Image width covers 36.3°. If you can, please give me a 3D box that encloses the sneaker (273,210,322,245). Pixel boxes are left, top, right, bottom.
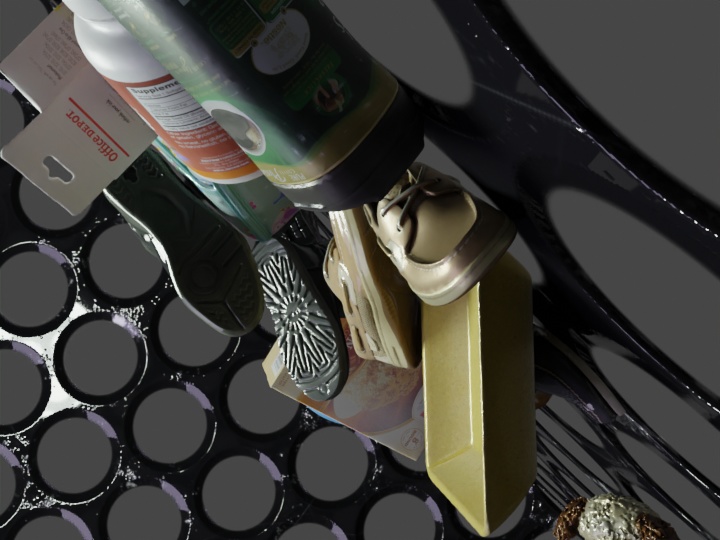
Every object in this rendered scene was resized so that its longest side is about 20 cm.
[{"bbox_3d":[-0.088,-0.073,1.165,0.088,0.075,0.202,-82,-23,-78],"label":"sneaker"}]

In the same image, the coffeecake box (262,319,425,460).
[{"bbox_3d":[0.015,0.098,1.233,0.199,0.154,0.073,29,-172,-20],"label":"coffeecake box"}]

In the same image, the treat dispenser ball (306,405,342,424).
[{"bbox_3d":[-0.003,0.092,1.374,0.201,0.201,0.201,44,176,4],"label":"treat dispenser ball"}]

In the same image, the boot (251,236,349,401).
[{"bbox_3d":[-0.004,0.041,1.083,0.199,0.065,0.166,1,-117,-56],"label":"boot"}]

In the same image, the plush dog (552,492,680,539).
[{"bbox_3d":[0.322,0.333,1.286,0.199,0.161,0.173,-1,126,44],"label":"plush dog"}]

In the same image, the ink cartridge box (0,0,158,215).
[{"bbox_3d":[-0.192,-0.152,0.844,0.068,0.200,0.115,41,175,27],"label":"ink cartridge box"}]

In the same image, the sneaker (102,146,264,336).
[{"bbox_3d":[-0.148,-0.022,0.981,0.200,0.076,0.114,46,177,14],"label":"sneaker"}]

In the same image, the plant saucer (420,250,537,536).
[{"bbox_3d":[0.087,0.071,0.810,0.200,0.048,0.202,-166,73,-82],"label":"plant saucer"}]

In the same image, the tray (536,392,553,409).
[{"bbox_3d":[0.086,0.058,1.027,0.200,0.037,0.098,44,-154,23],"label":"tray"}]

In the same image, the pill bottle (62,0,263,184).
[{"bbox_3d":[-0.118,-0.153,0.731,0.112,0.112,0.200,41,174,34],"label":"pill bottle"}]

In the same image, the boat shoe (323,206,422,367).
[{"bbox_3d":[0.000,0.000,0.893,0.064,0.071,0.201,2,127,26],"label":"boat shoe"}]

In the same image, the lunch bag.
[{"bbox_3d":[-0.144,-0.123,0.970,0.200,0.077,0.160,42,176,29],"label":"lunch bag"}]

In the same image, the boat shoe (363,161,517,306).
[{"bbox_3d":[0.038,-0.031,0.698,0.065,0.071,0.200,44,177,-15],"label":"boat shoe"}]

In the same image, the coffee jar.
[{"bbox_3d":[-0.055,-0.121,0.607,0.200,0.085,0.104,47,165,-23],"label":"coffee jar"}]

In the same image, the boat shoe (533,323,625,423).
[{"bbox_3d":[0.134,0.080,0.891,0.073,0.063,0.200,47,175,-37],"label":"boat shoe"}]
